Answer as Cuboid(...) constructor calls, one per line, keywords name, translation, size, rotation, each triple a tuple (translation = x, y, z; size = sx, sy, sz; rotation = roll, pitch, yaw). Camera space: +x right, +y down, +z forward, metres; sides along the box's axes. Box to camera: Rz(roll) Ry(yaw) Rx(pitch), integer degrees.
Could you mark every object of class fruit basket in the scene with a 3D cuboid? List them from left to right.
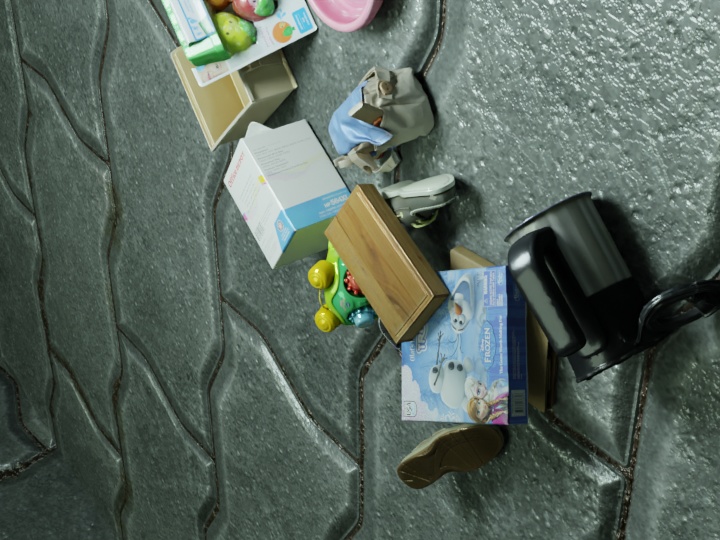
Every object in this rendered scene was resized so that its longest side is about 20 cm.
Cuboid(name="fruit basket", translation=(-0.190, -0.399, 1.765), size=(0.187, 0.198, 0.094), rotation=(66, -168, 6))

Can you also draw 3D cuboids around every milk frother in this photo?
Cuboid(name="milk frother", translation=(0.280, -0.001, 1.304), size=(0.199, 0.180, 0.189), rotation=(-30, 80, 17))

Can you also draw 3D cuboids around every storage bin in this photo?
Cuboid(name="storage bin", translation=(-0.212, -0.332, 1.923), size=(0.200, 0.093, 0.200), rotation=(66, 151, 6))

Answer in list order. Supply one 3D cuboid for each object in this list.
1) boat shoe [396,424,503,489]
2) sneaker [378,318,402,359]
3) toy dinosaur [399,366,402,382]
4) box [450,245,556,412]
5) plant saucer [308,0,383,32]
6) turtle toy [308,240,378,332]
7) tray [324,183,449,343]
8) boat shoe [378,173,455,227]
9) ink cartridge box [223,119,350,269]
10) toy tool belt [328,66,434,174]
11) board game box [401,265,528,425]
Cuboid(name="boat shoe", translation=(0.136, 0.260, 1.739), size=(0.072, 0.065, 0.200), rotation=(49, 131, -7))
Cuboid(name="sneaker", translation=(0.103, 0.134, 1.742), size=(0.201, 0.075, 0.088), rotation=(57, 177, 8))
Cuboid(name="toy dinosaur", translation=(0.103, 0.146, 1.674), size=(0.200, 0.088, 0.048), rotation=(46, 161, 9))
Cuboid(name="box", translation=(0.189, 0.075, 1.585), size=(0.200, 0.021, 0.165), rotation=(34, 135, 47))
Cuboid(name="plant saucer", translation=(-0.020, -0.426, 1.590), size=(0.200, 0.050, 0.202), rotation=(36, 136, 44))
Cuboid(name="turtle toy", translation=(0.000, 0.000, 1.748), size=(0.100, 0.146, 0.202), rotation=(14, 127, 29))
Cuboid(name="tray", translation=(0.032, -0.011, 1.606), size=(0.201, 0.037, 0.099), rotation=(56, 129, 25))
Cuboid(name="boat shoe", translation=(0.078, -0.092, 1.620), size=(0.201, 0.072, 0.061), rotation=(-1, 109, 65))
Cuboid(name="ink cartridge box", translation=(-0.118, -0.132, 1.860), size=(0.201, 0.124, 0.129), rotation=(60, 149, 16))
Cuboid(name="toy tool belt", translation=(0.004, -0.196, 1.620), size=(0.126, 0.122, 0.200), rotation=(64, 150, 9))
Cuboid(name="board game box", translation=(0.133, 0.100, 1.560), size=(0.198, 0.043, 0.202), rotation=(-7, 82, 50))
